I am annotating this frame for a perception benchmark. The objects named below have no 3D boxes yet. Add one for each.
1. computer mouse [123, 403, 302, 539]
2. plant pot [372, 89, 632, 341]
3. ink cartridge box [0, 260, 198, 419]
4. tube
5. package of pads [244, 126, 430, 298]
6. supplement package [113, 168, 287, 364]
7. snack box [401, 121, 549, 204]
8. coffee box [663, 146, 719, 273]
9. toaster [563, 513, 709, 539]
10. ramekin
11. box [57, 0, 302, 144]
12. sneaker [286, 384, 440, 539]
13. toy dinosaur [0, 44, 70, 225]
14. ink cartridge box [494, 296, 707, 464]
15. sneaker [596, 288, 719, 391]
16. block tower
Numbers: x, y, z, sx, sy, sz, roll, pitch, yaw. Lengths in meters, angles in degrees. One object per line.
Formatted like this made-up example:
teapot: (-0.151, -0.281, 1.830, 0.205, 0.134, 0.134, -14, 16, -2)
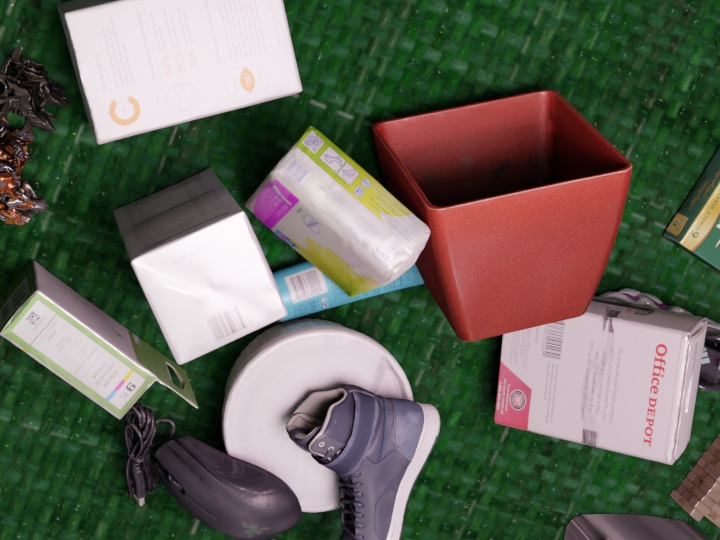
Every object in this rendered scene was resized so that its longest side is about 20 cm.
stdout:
computer mouse: (-0.157, 0.222, 1.403, 0.200, 0.053, 0.139, 20, 135, 12)
plant pot: (0.137, -0.046, 1.386, 0.200, 0.200, 0.177, -12, 121, -11)
ink cartridge box: (-0.260, 0.082, 1.377, 0.200, 0.104, 0.059, 39, 93, -22)
tube: (0.000, 0.000, 1.459, 0.200, 0.050, 0.078, -17, 113, -16)
package of pads: (-0.024, -0.047, 1.333, 0.154, 0.200, 0.068, 41, 78, -4)
supplement package: (-0.156, -0.010, 1.327, 0.114, 0.200, 0.110, -24, 110, -7)
snack box: (0.134, -0.098, 1.476, 0.200, 0.024, 0.072, 16, 102, -19)
coffee box: (0.451, -0.038, 1.571, 0.200, 0.044, 0.123, 32, 96, -21)
toaster: (0.322, 0.379, 1.616, 0.180, 0.119, 0.200, 6, 105, -18)
ramekin: (-0.051, 0.143, 1.458, 0.202, 0.094, 0.203, -4, 106, -14)
box: (-0.171, -0.211, 1.320, 0.200, 0.097, 0.125, -16, 110, -11)
sneaker: (-0.020, 0.211, 1.386, 0.146, 0.077, 0.203, 19, 90, -32)
toy dinosaur: (-0.352, -0.136, 1.300, 0.136, 0.102, 0.200, -28, 134, 11)
ink cartridge box: (0.255, 0.106, 1.482, 0.200, 0.085, 0.146, 12, 107, 25)
sneaker: (0.350, 0.082, 1.525, 0.200, 0.140, 0.078, 11, 103, -19)
block tower: (0.454, 0.211, 1.639, 0.058, 0.054, 0.200, 38, 94, -21)
